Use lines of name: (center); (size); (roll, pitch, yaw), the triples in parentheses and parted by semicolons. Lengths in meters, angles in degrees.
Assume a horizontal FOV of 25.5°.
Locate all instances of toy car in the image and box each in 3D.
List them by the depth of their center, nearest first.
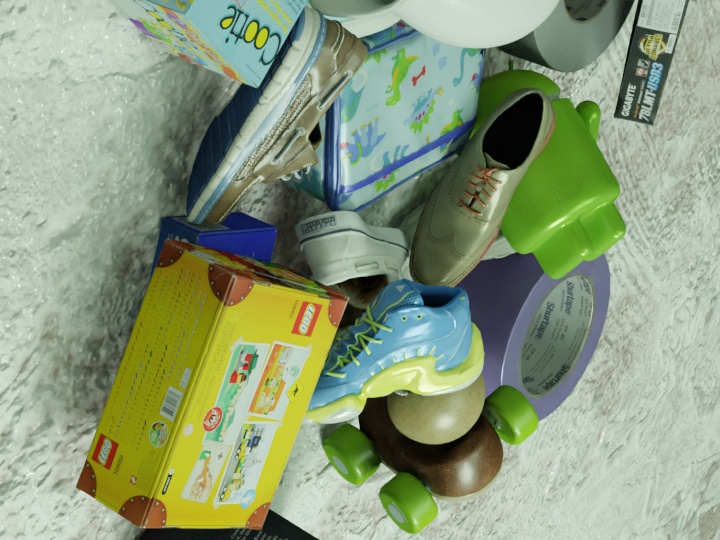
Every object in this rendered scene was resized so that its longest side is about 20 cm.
toy car: (0.056, 0.107, 1.448); (0.164, 0.158, 0.201); (-38, 142, -21)

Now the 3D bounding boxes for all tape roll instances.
tape roll: (0.192, -0.290, 1.483); (0.200, 0.066, 0.201); (-32, 133, -41)
tape roll: (0.172, 0.053, 1.654); (0.200, 0.085, 0.201); (-31, 133, -40)

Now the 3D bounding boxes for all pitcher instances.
pitcher: (0.083, -0.227, 1.169); (0.199, 0.171, 0.122); (-6, 98, -47)

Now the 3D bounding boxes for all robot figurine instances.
robot figurine: (0.161, -0.097, 1.463); (0.175, 0.201, 0.116); (-27, 171, -26)

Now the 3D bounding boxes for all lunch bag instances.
lunch bag: (0.021, -0.145, 1.322); (0.200, 0.082, 0.162); (-30, 137, -41)

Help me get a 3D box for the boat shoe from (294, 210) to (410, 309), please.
boat shoe: (0.000, 0.000, 1.347); (0.200, 0.070, 0.070); (28, 49, -74)

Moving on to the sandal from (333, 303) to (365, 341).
sandal: (-0.018, 0.052, 1.405); (0.200, 0.058, 0.080); (-15, 158, -36)

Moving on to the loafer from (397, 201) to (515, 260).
loafer: (0.110, -0.035, 1.525); (0.199, 0.070, 0.070); (-10, 148, -39)

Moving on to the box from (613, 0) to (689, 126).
box: (0.299, -0.279, 1.549); (0.199, 0.049, 0.201); (94, 12, -60)

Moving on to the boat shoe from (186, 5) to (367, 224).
boat shoe: (-0.063, -0.100, 1.170); (0.072, 0.073, 0.200); (20, 129, -23)

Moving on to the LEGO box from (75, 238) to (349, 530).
LEGO box: (-0.110, 0.091, 1.208); (0.149, 0.077, 0.201); (14, 98, -55)

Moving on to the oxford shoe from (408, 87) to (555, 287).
oxford shoe: (0.100, -0.074, 1.369); (0.201, 0.070, 0.075); (-62, 173, -1)

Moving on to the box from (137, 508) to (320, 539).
box: (-0.066, 0.286, 1.358); (0.118, 0.199, 0.197); (-56, 146, -13)

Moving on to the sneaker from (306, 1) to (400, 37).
sneaker: (-0.019, -0.225, 1.221); (0.200, 0.074, 0.082); (-35, 139, -40)

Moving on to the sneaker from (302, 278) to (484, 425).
sneaker: (0.005, 0.058, 1.310); (0.199, 0.076, 0.106); (-12, 118, -18)

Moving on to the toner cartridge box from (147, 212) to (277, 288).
toner cartridge box: (-0.131, 0.056, 1.266); (0.095, 0.043, 0.201); (-5, 114, -52)

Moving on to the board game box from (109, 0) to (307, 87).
board game box: (-0.081, -0.247, 1.091); (0.201, 0.103, 0.105); (-61, 147, -8)
